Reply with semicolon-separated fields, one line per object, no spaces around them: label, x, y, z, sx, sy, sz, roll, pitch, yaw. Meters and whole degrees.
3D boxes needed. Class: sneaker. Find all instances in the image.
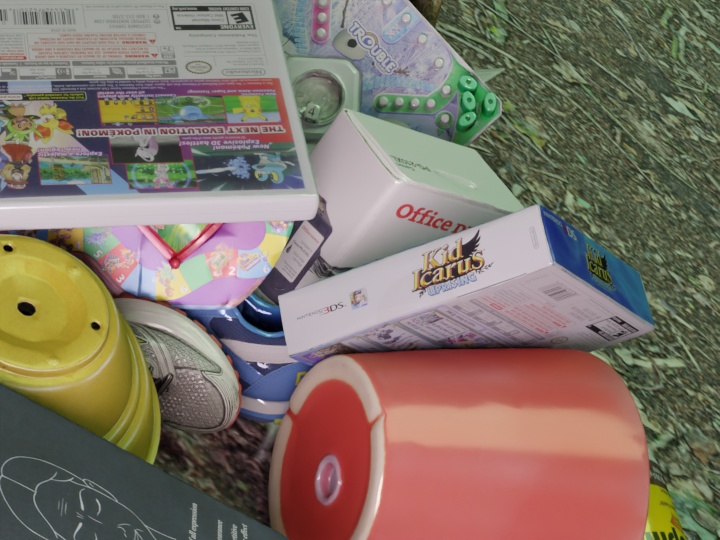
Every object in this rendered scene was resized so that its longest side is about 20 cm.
sneaker;-0.118;0.028;1.302;0.199;0.083;0.074;18;25;-10
sneaker;-0.166;0.057;1.219;0.199;0.078;0.082;22;33;-16

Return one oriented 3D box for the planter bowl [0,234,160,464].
planter bowl;-0.191;0.042;1.096;0.199;0.084;0.201;15;46;-16

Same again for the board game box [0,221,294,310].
board game box;-0.134;-0.052;1.227;0.198;0.159;0.039;2;7;-7

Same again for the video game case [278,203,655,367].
video game case;0.072;0.027;1.290;0.200;0.180;0.046;28;46;-61

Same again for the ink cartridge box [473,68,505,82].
ink cartridge box;0.008;-0.131;1.700;0.199;0.045;0.176;-2;13;21

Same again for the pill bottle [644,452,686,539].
pill bottle;0.173;0.223;1.317;0.109;0.109;0.201;15;48;-43

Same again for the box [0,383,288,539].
box;-0.143;0.166;0.985;0.199;0.107;0.149;31;24;-18

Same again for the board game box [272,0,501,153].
board game box;-0.031;-0.127;1.470;0.200;0.200;0.026;48;-6;6

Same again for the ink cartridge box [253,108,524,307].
ink cartridge box;0.000;0.000;1.394;0.144;0.200;0.085;13;33;-46

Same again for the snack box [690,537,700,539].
snack box;0.312;0.305;1.457;0.199;0.068;0.169;33;22;-18

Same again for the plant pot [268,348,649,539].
plant pot;0.051;0.135;1.251;0.176;0.201;0.201;10;34;-30

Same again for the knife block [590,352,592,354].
knife block;0.106;0.136;1.500;0.064;0.177;0.200;27;-20;-25

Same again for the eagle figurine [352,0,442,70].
eagle figurine;-0.030;-0.190;1.600;0.199;0.152;0.151;13;-28;22

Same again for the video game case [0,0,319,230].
video game case;-0.136;-0.096;1.180;0.198;0.023;0.183;-2;47;-13
